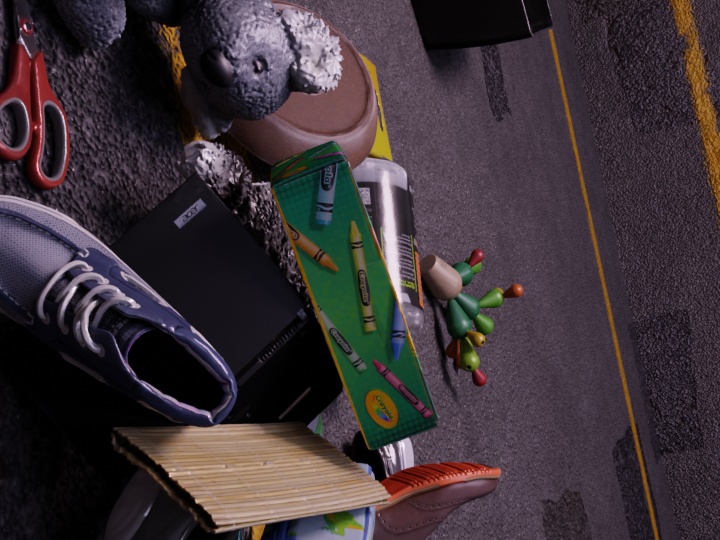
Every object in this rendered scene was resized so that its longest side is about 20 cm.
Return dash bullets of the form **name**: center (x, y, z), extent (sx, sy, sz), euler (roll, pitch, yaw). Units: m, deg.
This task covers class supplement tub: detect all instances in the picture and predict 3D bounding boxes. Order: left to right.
- **supplement tub**: center (0.000, 0.000, 0.958), extent (0.122, 0.121, 0.203), euler (29, 52, -58)

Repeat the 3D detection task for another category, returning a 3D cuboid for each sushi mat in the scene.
- **sushi mat**: center (-0.061, 0.128, 0.613), extent (0.199, 0.095, 0.012), euler (14, 106, -58)

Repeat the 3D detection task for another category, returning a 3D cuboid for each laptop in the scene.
- **laptop**: center (-0.120, 0.073, 0.672), extent (0.177, 0.103, 0.201), euler (-43, 150, -16)

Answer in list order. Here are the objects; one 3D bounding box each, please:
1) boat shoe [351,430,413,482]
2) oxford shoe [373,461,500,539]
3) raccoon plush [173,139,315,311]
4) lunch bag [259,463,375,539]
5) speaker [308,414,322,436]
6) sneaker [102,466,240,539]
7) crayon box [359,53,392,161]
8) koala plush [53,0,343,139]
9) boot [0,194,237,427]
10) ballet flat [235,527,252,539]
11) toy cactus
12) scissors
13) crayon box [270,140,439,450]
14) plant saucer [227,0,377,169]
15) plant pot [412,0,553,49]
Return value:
- **boat shoe**: center (0.020, 0.254, 0.950), extent (0.066, 0.069, 0.203), euler (16, 65, -40)
- **oxford shoe**: center (0.046, 0.232, 0.908), extent (0.071, 0.197, 0.074), euler (167, -89, -73)
- **raccoon plush**: center (-0.080, -0.001, 0.764), extent (0.135, 0.096, 0.200), euler (55, 12, 26)
- **lunch bag**: center (-0.039, 0.251, 0.698), extent (0.161, 0.081, 0.203), euler (-78, 176, -68)
- **speaker**: center (-0.105, 0.071, 0.743), extent (0.201, 0.087, 0.089), euler (60, 30, -32)
- **sneaker**: center (-0.135, 0.208, 0.571), extent (0.074, 0.079, 0.202), euler (45, 66, -50)
- **crayon box**: center (-0.034, -0.190, 1.065), extent (0.199, 0.050, 0.129), euler (11, 67, -63)
- **koala plush**: center (-0.113, -0.211, 0.774), extent (0.201, 0.175, 0.185), euler (58, 21, -28)
- **boot**: center (-0.156, 0.020, 0.563), extent (0.199, 0.090, 0.073), euler (36, 77, -11)
- **ballet flat**: center (-0.113, 0.245, 0.649), extent (0.063, 0.068, 0.203), euler (53, 49, -64)
- **toy cactus**: center (0.142, 0.040, 1.296), extent (0.165, 0.101, 0.202), euler (44, 48, -34)
- **scissors**: center (-0.232, -0.156, 0.673), extent (0.073, 0.014, 0.203), euler (28, 52, -56)
- **crayon box**: center (-0.007, 0.014, 0.702), extent (0.119, 0.057, 0.203), euler (-111, -179, -76)
- **plant saucer**: center (-0.060, -0.184, 0.912), extent (0.198, 0.034, 0.203), euler (19, 54, -27)
- **plant pot**: center (0.181, -0.448, 1.502), extent (0.199, 0.175, 0.203), euler (-40, 115, -63)
